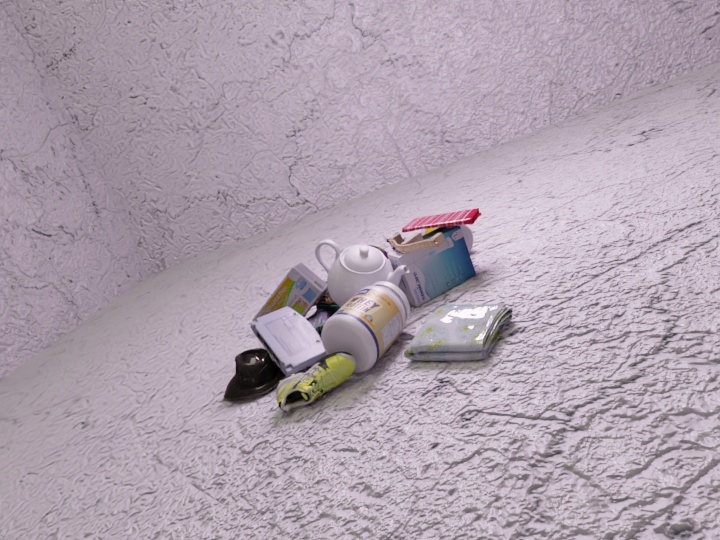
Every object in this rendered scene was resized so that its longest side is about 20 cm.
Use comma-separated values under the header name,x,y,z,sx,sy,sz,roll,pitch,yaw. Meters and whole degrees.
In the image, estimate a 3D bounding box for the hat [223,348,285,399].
name,x,y,z,sx,sy,sz,roll,pitch,yaw
hat,-0.276,0.248,1.395,0.198,0.082,0.201,-22,16,7

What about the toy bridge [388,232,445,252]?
name,x,y,z,sx,sy,sz,roll,pitch,yaw
toy bridge,0.134,-0.072,1.428,0.067,0.028,0.199,-34,20,-26

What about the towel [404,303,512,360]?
name,x,y,z,sx,sy,sz,roll,pitch,yaw
towel,0.209,0.129,1.177,0.198,0.049,0.171,-9,20,40

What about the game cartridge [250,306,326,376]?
name,x,y,z,sx,sy,sz,roll,pitch,yaw
game cartridge,-0.178,0.175,1.401,0.132,0.041,0.200,-23,46,-27

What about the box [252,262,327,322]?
name,x,y,z,sx,sy,sz,roll,pitch,yaw
box,-0.198,0.092,1.562,0.201,0.112,0.101,-52,-1,11

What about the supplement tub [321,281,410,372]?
name,x,y,z,sx,sy,sz,roll,pitch,yaw
supplement tub,0.018,0.125,1.274,0.143,0.146,0.200,-9,21,39

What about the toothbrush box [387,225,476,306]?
name,x,y,z,sx,sy,sz,roll,pitch,yaw
toothbrush box,0.193,-0.016,1.486,0.198,0.148,0.085,-28,16,-15

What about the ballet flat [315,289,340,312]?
name,x,y,z,sx,sy,sz,roll,pitch,yaw
ballet flat,-0.073,0.082,1.569,0.199,0.070,0.066,-14,58,64

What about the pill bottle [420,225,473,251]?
name,x,y,z,sx,sy,sz,roll,pitch,yaw
pill bottle,0.263,-0.103,1.732,0.110,0.113,0.200,-26,16,-13

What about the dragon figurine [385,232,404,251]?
name,x,y,z,sx,sy,sz,roll,pitch,yaw
dragon figurine,0.140,-0.060,1.822,0.058,0.100,0.200,-32,-29,8

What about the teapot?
name,x,y,z,sx,sy,sz,roll,pitch,yaw
teapot,0.000,0.000,1.436,0.197,0.148,0.198,-11,41,-16

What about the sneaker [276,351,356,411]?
name,x,y,z,sx,sy,sz,roll,pitch,yaw
sneaker,-0.092,0.247,1.188,0.198,0.076,0.077,-31,22,9

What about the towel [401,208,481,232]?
name,x,y,z,sx,sy,sz,roll,pitch,yaw
towel,0.225,-0.135,1.507,0.197,0.023,0.144,-7,13,24

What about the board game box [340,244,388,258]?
name,x,y,z,sx,sy,sz,roll,pitch,yaw
board game box,0.004,0.002,1.692,0.155,0.201,0.039,3,51,-15

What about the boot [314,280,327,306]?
name,x,y,z,sx,sy,sz,roll,pitch,yaw
boot,-0.131,0.080,1.696,0.197,0.067,0.165,-24,-8,1

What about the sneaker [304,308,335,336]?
name,x,y,z,sx,sy,sz,roll,pitch,yaw
sneaker,-0.125,0.160,1.491,0.086,0.076,0.200,-3,24,38
